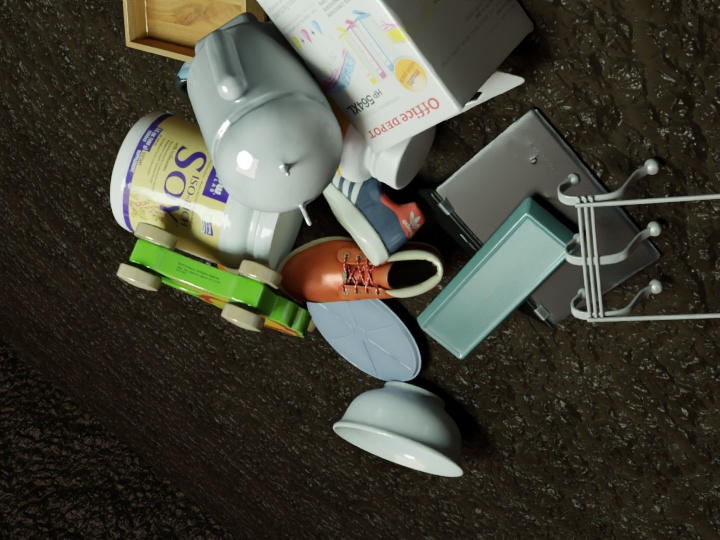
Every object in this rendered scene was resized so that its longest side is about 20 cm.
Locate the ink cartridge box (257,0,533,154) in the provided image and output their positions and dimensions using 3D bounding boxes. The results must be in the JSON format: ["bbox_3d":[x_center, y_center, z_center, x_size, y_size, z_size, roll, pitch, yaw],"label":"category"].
[{"bbox_3d":[0.035,-0.206,0.726,0.201,0.125,0.128,51,150,-15],"label":"ink cartridge box"}]

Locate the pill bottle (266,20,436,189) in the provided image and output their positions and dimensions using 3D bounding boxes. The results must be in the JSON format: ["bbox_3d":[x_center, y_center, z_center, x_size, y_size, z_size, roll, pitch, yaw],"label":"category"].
[{"bbox_3d":[-0.026,-0.162,0.876,0.198,0.110,0.110,31,150,17],"label":"pill bottle"}]

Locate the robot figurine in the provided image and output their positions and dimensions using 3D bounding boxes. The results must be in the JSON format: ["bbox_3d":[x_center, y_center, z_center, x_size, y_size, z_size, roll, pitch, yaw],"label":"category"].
[{"bbox_3d":[-0.083,-0.133,0.761,0.170,0.112,0.202,46,-163,-55],"label":"robot figurine"}]

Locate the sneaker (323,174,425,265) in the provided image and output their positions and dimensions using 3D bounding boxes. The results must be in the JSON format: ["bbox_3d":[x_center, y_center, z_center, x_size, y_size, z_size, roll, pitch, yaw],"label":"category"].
[{"bbox_3d":[0.009,-0.085,0.976,0.201,0.084,0.075,54,176,47],"label":"sneaker"}]

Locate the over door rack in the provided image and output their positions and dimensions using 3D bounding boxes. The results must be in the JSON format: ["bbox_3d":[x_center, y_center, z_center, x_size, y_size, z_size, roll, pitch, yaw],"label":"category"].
[{"bbox_3d":[0.277,-0.017,0.753,0.197,0.067,0.149,6,134,27],"label":"over door rack"}]

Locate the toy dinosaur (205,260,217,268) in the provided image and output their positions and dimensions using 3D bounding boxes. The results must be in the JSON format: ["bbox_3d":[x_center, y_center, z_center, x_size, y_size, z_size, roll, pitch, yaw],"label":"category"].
[{"bbox_3d":[-0.174,-0.029,1.145,0.197,0.047,0.090,12,123,29],"label":"toy dinosaur"}]

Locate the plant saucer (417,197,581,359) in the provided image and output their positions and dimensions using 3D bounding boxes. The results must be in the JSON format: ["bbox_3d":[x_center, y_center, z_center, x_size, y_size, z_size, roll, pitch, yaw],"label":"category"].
[{"bbox_3d":[0.132,0.017,0.871,0.070,0.019,0.201,38,130,-1],"label":"plant saucer"}]

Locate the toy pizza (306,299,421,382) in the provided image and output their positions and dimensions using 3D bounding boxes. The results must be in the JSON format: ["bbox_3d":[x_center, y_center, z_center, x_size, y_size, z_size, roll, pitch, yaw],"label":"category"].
[{"bbox_3d":[0.007,0.079,1.241,0.198,0.032,0.202,29,148,20],"label":"toy pizza"}]

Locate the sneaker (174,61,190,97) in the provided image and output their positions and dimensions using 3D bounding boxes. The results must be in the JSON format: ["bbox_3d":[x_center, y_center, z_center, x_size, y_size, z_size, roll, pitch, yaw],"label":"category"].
[{"bbox_3d":[-0.128,-0.179,0.998,0.198,0.090,0.079,34,151,12],"label":"sneaker"}]

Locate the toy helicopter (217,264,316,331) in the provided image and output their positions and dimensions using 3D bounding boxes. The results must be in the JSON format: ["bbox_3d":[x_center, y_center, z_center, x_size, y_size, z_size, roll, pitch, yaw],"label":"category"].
[{"bbox_3d":[-0.132,0.035,1.285,0.200,0.079,0.132,39,-176,-46],"label":"toy helicopter"}]

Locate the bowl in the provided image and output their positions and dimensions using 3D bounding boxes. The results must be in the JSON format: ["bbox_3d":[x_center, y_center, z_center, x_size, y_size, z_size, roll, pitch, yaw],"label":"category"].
[{"bbox_3d":[0.066,0.221,1.269,0.198,0.092,0.202,18,161,6],"label":"bowl"}]

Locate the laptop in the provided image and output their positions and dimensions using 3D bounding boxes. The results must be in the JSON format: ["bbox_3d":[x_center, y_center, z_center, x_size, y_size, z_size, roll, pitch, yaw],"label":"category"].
[{"bbox_3d":[0.167,-0.050,0.895,0.188,0.116,0.200,47,179,-8],"label":"laptop"}]

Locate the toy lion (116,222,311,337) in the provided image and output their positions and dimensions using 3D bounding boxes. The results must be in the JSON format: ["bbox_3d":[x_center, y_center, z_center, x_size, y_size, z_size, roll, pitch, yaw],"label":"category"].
[{"bbox_3d":[-0.154,0.025,0.996,0.197,0.070,0.192,20,171,7],"label":"toy lion"}]

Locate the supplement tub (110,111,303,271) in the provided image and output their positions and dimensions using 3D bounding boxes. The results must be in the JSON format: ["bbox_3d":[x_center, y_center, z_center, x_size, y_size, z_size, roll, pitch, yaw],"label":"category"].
[{"bbox_3d":[-0.172,-0.088,1.018,0.197,0.147,0.146,19,147,8],"label":"supplement tub"}]

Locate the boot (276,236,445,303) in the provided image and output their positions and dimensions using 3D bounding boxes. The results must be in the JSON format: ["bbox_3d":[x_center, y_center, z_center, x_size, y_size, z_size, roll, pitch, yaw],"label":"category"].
[{"bbox_3d":[0.000,0.000,0.980,0.107,0.196,0.077,-95,0,-84],"label":"boot"}]

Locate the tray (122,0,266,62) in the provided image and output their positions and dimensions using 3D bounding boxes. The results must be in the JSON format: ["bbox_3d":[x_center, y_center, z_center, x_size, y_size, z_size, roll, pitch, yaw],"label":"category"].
[{"bbox_3d":[-0.183,-0.281,0.952,0.198,0.037,0.100,22,122,34],"label":"tray"}]
